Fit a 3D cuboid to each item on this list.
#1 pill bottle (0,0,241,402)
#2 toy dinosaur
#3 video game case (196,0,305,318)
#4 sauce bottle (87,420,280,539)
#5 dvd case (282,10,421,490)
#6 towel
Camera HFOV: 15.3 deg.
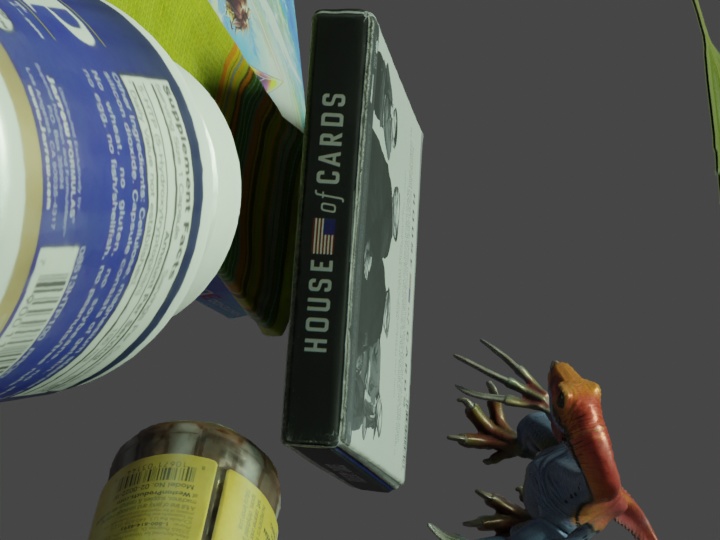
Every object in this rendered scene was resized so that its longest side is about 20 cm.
[{"bbox_3d":[-0.108,-0.022,0.721,0.200,0.119,0.120,-5,85,-73],"label":"pill bottle"},{"bbox_3d":[0.101,0.086,1.250,0.181,0.199,0.106,171,-78,-64],"label":"toy dinosaur"},{"bbox_3d":[-0.073,-0.092,0.991,0.200,0.045,0.182,33,51,-67],"label":"video game case"},{"bbox_3d":[-0.069,0.136,0.846,0.200,0.064,0.065,-77,151,-49],"label":"sauce bottle"},{"bbox_3d":[0.000,0.000,1.002,0.200,0.025,0.151,58,36,-79],"label":"dvd case"},{"bbox_3d":[-0.060,-0.061,0.912,0.200,0.018,0.086,56,31,-53],"label":"towel"}]
